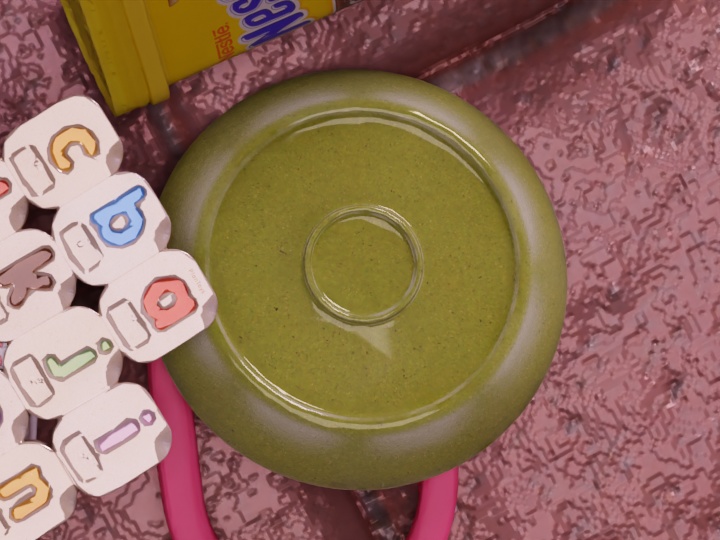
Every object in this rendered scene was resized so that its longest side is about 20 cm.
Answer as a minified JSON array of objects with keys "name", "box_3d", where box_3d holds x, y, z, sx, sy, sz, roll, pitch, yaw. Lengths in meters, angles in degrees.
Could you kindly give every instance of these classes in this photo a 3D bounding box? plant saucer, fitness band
[{"name":"plant saucer","box_3d":[0.000,0.000,1.212,0.199,0.031,0.201,1,79,-5]},{"name":"fitness band","box_3d":[-0.027,0.071,1.245,0.143,0.037,0.201,-6,92,-3]}]

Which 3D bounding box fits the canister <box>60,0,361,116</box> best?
[{"name":"canister","box_3d":[-0.043,-0.167,1.177,0.199,0.149,0.087,-24,60,-7]}]

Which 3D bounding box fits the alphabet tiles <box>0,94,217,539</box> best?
[{"name":"alphabet tiles","box_3d":[-0.173,0.019,1.153,0.195,0.015,0.201,-32,94,-5]}]

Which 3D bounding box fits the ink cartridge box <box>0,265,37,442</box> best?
[{"name":"ink cartridge box","box_3d":[-0.248,0.062,1.196,0.199,0.086,0.147,2,92,-5]}]
